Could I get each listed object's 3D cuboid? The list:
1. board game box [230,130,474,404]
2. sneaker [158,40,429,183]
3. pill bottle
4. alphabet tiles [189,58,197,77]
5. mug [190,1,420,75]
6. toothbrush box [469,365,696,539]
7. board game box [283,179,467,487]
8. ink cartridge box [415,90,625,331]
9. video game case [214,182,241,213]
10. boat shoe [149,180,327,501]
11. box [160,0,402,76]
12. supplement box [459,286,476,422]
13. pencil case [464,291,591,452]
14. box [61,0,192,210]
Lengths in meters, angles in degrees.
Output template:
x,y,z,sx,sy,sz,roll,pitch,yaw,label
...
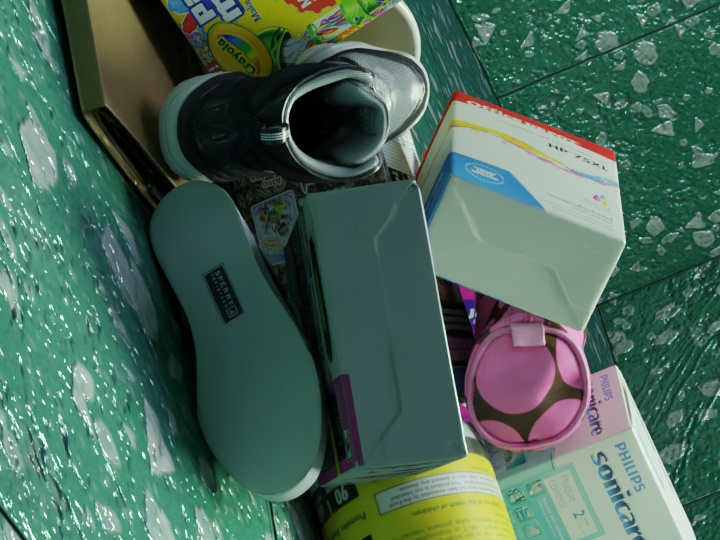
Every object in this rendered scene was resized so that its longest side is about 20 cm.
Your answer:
x,y,z,sx,sy,sz,roll,pitch,yaw,label
0.000,0.000,1.628,0.159,0.096,0.201,12,60,-78,board game box
-0.010,-0.088,1.459,0.200,0.114,0.076,-15,104,-42,sneaker
0.048,0.199,1.520,0.114,0.114,0.201,49,20,-64,pill bottle
-0.117,-0.110,1.637,0.167,0.008,0.201,-60,127,-79,alphabet tiles
-0.058,-0.189,1.726,0.187,0.149,0.153,84,-19,-46,mug
0.108,0.172,1.665,0.085,0.199,0.147,-96,163,-62,toothbrush box
0.004,0.040,1.403,0.200,0.064,0.148,122,-40,-81,board game box
0.097,-0.047,1.589,0.116,0.067,0.200,21,22,-6,ink cartridge box
-0.049,0.025,1.650,0.200,0.019,0.143,44,29,-71,video game case
-0.061,0.045,1.410,0.200,0.072,0.068,65,8,31,boat shoe
-0.056,-0.244,1.537,0.200,0.192,0.122,55,6,-24,box
0.081,0.068,1.835,0.104,0.101,0.201,-101,-169,-54,supplement box
0.106,0.037,1.613,0.200,0.090,0.094,-83,-176,-70,pencil case
-0.134,-0.125,1.497,0.164,0.021,0.201,53,19,-52,box
